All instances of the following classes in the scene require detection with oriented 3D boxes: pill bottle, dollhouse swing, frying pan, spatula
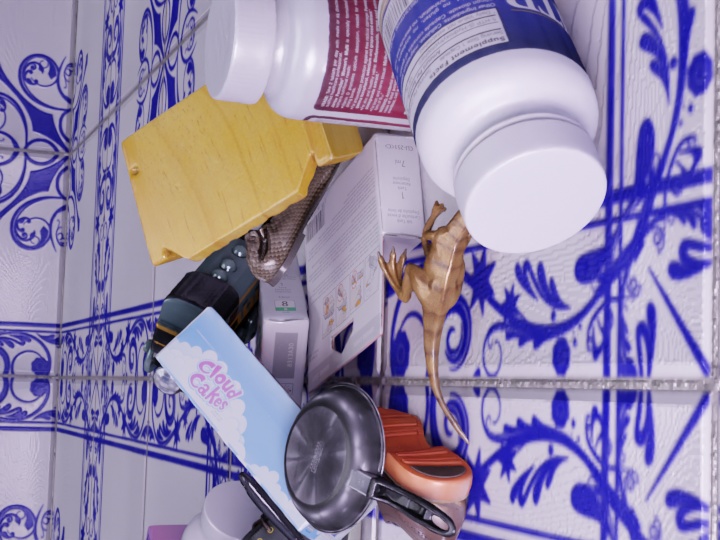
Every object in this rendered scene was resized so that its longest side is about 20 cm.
[{"bbox_3d":[-0.011,-0.166,1.044,0.109,0.198,0.111,-176,90,-69],"label":"pill bottle"},{"bbox_3d":[-0.142,0.323,1.441,0.113,0.112,0.201,-113,32,-50],"label":"pill bottle"},{"bbox_3d":[-0.078,-0.099,1.240,0.199,0.175,0.183,-29,65,23],"label":"dollhouse swing"},{"bbox_3d":[-0.008,0.165,1.027,0.115,0.031,0.190,-58,41,22],"label":"frying pan"},{"bbox_3d":[0.086,-0.114,0.886,0.120,0.119,0.201,114,151,-43],"label":"pill bottle"},{"bbox_3d":[-0.043,0.250,1.152,0.201,0.020,0.056,57,165,-4],"label":"spatula"}]

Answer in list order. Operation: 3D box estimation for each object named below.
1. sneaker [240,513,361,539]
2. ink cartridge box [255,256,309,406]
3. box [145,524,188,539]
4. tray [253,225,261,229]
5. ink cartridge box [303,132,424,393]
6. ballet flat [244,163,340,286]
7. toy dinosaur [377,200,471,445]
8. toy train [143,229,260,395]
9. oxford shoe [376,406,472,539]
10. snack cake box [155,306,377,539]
[{"bbox_3d":[-0.057,0.207,1.239,0.075,0.105,0.202,146,125,-65],"label":"sneaker"},{"bbox_3d":[-0.086,0.067,1.358,0.200,0.050,0.162,-108,21,-60],"label":"ink cartridge box"},{"bbox_3d":[-0.209,0.436,1.629,0.176,0.096,0.201,-117,37,-55],"label":"box"},{"bbox_3d":[-0.090,-0.091,1.487,0.200,0.022,0.108,171,110,-69],"label":"tray"},{"bbox_3d":[0.000,0.000,1.208,0.200,0.044,0.178,137,134,-63],"label":"ink cartridge box"},{"bbox_3d":[-0.061,-0.067,1.243,0.067,0.046,0.201,-48,14,48],"label":"ballet flat"},{"bbox_3d":[0.056,0.016,1.033,0.106,0.060,0.202,-135,51,-62],"label":"toy dinosaur"},{"bbox_3d":[-0.140,0.038,1.325,0.200,0.085,0.115,-54,-13,-56],"label":"toy train"},{"bbox_3d":[0.023,0.160,1.086,0.200,0.071,0.074,-144,56,-66],"label":"oxford shoe"},{"bbox_3d":[-0.078,0.136,1.173,0.200,0.067,0.115,47,176,22],"label":"snack cake box"}]
